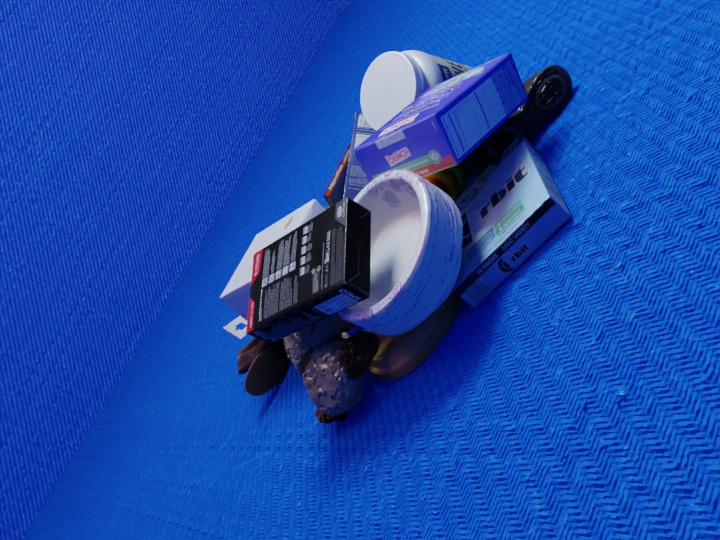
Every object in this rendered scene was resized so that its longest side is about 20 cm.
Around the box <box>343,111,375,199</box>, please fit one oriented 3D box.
[{"bbox_3d":[0.036,-0.183,1.307,0.033,0.117,0.205,96,-178,-61],"label":"box"}]

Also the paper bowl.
[{"bbox_3d":[0.052,-0.017,0.963,0.199,0.103,0.206,-31,48,42],"label":"paper bowl"}]

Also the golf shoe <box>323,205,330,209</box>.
[{"bbox_3d":[-0.047,-0.052,1.431,0.071,0.094,0.203,-10,38,10],"label":"golf shoe"}]

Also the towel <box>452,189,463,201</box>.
[{"bbox_3d":[0.098,-0.085,1.256,0.200,0.023,0.145,-47,20,20],"label":"towel"}]

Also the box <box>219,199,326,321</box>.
[{"bbox_3d":[-0.124,-0.002,1.269,0.198,0.106,0.154,-23,33,49],"label":"box"}]

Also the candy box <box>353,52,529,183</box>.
[{"bbox_3d":[0.111,-0.202,1.027,0.167,0.078,0.199,-11,25,51],"label":"candy box"}]

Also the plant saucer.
[{"bbox_3d":[0.071,0.061,1.062,0.200,0.032,0.202,-46,22,23],"label":"plant saucer"}]

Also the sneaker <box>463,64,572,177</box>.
[{"bbox_3d":[0.229,-0.217,1.114,0.200,0.076,0.091,-44,14,3],"label":"sneaker"}]

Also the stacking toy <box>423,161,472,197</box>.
[{"bbox_3d":[0.129,-0.146,1.146,0.201,0.085,0.085,-52,18,-20],"label":"stacking toy"}]

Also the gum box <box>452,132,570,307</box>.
[{"bbox_3d":[0.184,-0.072,0.996,0.170,0.044,0.202,-47,22,24],"label":"gum box"}]

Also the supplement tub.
[{"bbox_3d":[0.108,-0.280,1.237,0.143,0.197,0.150,1,92,44],"label":"supplement tub"}]

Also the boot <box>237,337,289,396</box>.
[{"bbox_3d":[-0.206,0.183,1.460,0.198,0.065,0.187,-24,22,50],"label":"boot"}]

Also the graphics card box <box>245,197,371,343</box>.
[{"bbox_3d":[-0.069,0.004,0.975,0.198,0.050,0.129,-28,49,39],"label":"graphics card box"}]

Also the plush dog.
[{"bbox_3d":[-0.048,0.119,1.060,0.173,0.157,0.203,59,142,39],"label":"plush dog"}]

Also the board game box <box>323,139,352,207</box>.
[{"bbox_3d":[0.000,-0.178,1.373,0.019,0.103,0.203,0,52,37],"label":"board game box"}]

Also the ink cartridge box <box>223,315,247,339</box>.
[{"bbox_3d":[-0.160,0.080,1.449,0.198,0.051,0.160,-38,15,-17],"label":"ink cartridge box"}]

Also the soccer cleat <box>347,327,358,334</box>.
[{"bbox_3d":[-0.060,0.091,1.290,0.197,0.074,0.068,2,42,47],"label":"soccer cleat"}]
